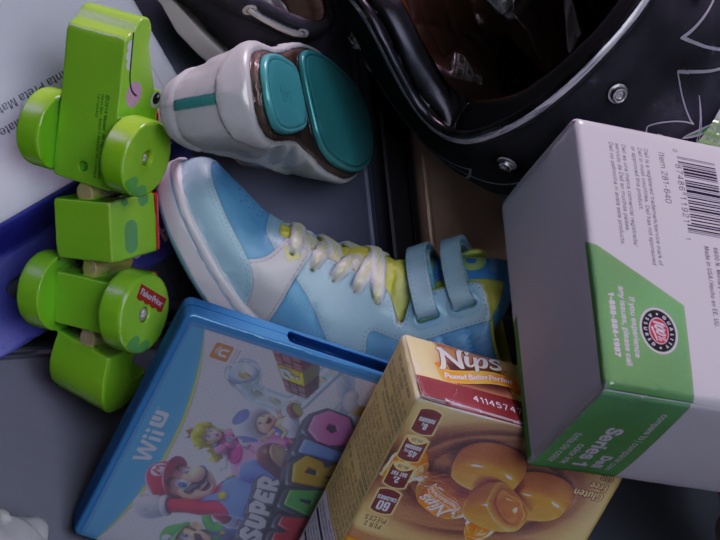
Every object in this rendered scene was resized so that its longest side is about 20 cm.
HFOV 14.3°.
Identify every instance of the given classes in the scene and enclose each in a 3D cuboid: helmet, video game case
[{"bbox_3d":[0.096,-0.126,1.431,0.200,0.200,0.191,-40,82,-22],"label":"helmet"},{"bbox_3d":[-0.022,0.100,1.402,0.199,0.018,0.144,19,121,-18],"label":"video game case"}]

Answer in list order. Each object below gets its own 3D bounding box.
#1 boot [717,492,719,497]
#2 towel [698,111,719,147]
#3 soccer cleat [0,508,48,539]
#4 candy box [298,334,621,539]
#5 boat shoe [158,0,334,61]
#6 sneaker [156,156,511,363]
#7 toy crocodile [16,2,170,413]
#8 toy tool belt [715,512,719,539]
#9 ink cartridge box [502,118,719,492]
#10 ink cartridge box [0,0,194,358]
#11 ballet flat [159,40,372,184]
[{"bbox_3d":[0.173,0.082,1.442,0.075,0.107,0.201,20,45,-54],"label":"boot"},{"bbox_3d":[0.191,-0.082,1.533,0.148,0.031,0.201,23,71,8],"label":"towel"},{"bbox_3d":[-0.197,0.141,1.357,0.199,0.070,0.087,32,56,-17],"label":"soccer cleat"},{"bbox_3d":[0.036,0.135,1.388,0.115,0.055,0.201,16,120,-19],"label":"candy box"},{"bbox_3d":[-0.096,-0.169,1.409,0.200,0.060,0.074,42,42,-26],"label":"boat shoe"},{"bbox_3d":[0.000,0.000,1.413,0.130,0.080,0.200,-33,108,17],"label":"sneaker"},{"bbox_3d":[-0.121,-0.027,1.370,0.062,0.067,0.201,-20,117,-54],"label":"toy crocodile"},{"bbox_3d":[0.266,0.123,1.530,0.199,0.123,0.126,-20,105,-11],"label":"toy tool belt"},{"bbox_3d":[0.177,0.025,1.348,0.199,0.084,0.146,10,56,-22],"label":"ink cartridge box"},{"bbox_3d":[-0.183,-0.067,1.398,0.199,0.041,0.201,-33,96,-23],"label":"ink cartridge box"},{"bbox_3d":[-0.048,-0.077,1.402,0.069,0.200,0.070,-1,88,15],"label":"ballet flat"}]
